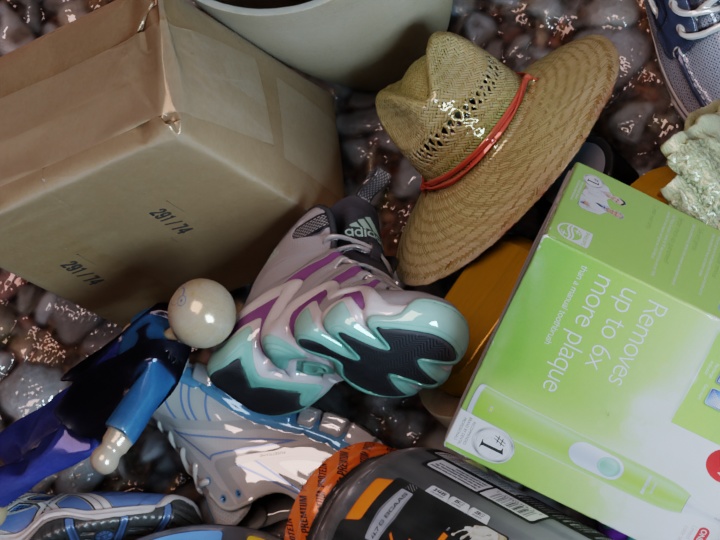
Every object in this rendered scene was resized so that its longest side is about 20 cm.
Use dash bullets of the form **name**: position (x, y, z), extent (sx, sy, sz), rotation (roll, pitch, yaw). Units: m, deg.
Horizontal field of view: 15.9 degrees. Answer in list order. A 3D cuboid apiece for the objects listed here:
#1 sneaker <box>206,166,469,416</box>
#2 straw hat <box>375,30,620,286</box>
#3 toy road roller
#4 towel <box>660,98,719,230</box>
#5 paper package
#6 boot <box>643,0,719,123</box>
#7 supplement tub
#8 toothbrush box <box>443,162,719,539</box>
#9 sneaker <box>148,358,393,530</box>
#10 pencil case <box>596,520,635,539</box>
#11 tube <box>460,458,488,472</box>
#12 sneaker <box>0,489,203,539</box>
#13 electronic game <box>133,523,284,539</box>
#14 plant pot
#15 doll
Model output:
- **sneaker**: position (0.000, 0.000, 1.454), extent (0.199, 0.078, 0.141), rotation (-10, 49, 47)
- **straw hat**: position (0.055, -0.092, 1.508), extent (0.085, 0.201, 0.201), rotation (41, 83, -16)
- **toy road roller**: position (0.142, 0.033, 1.447), extent (0.200, 0.123, 0.146), rotation (-53, 39, -6)
- **towel**: position (0.241, -0.006, 1.413), extent (0.036, 0.148, 0.200), rotation (-37, 91, 26)
- **paper package**: position (-0.131, -0.063, 1.536), extent (0.190, 0.200, 0.104), rotation (-21, 63, 26)
- **boot**: position (0.200, -0.165, 1.553), extent (0.072, 0.090, 0.201), rotation (-23, 63, 7)
- **supplement tub**: position (0.057, 0.171, 1.375), extent (0.199, 0.123, 0.123), rotation (24, 77, 43)
- **toothbrush box**: position (0.164, 0.060, 1.331), extent (0.199, 0.146, 0.086), rotation (26, 34, 1)
- **sneaker**: position (-0.083, 0.110, 1.539), extent (0.199, 0.075, 0.087), rotation (18, 74, 24)
- **pencil case**: position (0.173, 0.200, 1.410), extent (0.084, 0.092, 0.202), rotation (-11, 66, 13)
- **tube**: position (0.061, 0.210, 1.471), extent (0.058, 0.052, 0.202), rotation (-35, 56, 50)
- **sneaker**: position (-0.194, 0.157, 1.555), extent (0.198, 0.076, 0.077), rotation (-9, 42, 1)
- **electronic game**: position (-0.094, 0.228, 1.448), extent (0.198, 0.042, 0.201), rotation (-4, 50, 5)
- **plant pot**: position (-0.014, -0.195, 1.572), extent (0.186, 0.200, 0.189), rotation (-7, 66, 16)
- **doll**: position (-0.148, 0.073, 1.489), extent (0.200, 0.048, 0.137), rotation (-37, 24, 19)
